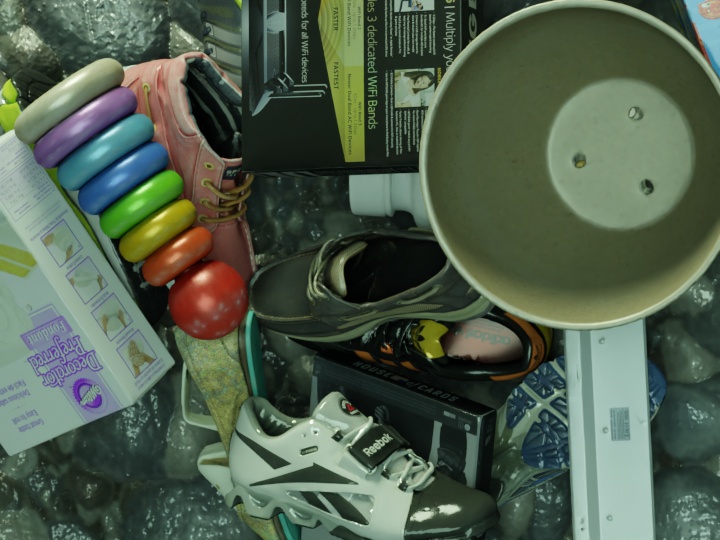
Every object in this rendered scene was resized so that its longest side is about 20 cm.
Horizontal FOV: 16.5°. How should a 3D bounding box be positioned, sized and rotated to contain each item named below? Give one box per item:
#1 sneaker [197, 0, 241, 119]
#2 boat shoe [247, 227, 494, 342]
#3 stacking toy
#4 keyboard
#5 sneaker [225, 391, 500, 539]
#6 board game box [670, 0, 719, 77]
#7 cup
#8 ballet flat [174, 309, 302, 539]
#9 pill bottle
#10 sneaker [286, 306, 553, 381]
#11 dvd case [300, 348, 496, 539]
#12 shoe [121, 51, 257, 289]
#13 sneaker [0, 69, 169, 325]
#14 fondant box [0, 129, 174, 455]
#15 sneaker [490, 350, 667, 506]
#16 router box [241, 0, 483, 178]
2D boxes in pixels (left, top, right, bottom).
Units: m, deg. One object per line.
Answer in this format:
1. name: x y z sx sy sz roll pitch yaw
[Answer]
1. sneaker: -0.087 -0.157 1.736 0.081 0.074 0.200 -34 90 13
2. boat shoe: 0.000 0.000 1.682 0.199 0.073 0.075 -11 66 31
3. stacking toy: -0.146 -0.040 1.670 0.085 0.085 0.200 -34 92 9
4. keyboard: 0.168 0.104 1.675 0.056 0.011 0.201 -3 88 9
5. sneaker: -0.002 0.130 1.654 0.199 0.074 0.089 9 107 23
6. board game box: 0.243 -0.163 1.633 0.056 0.200 0.196 -21 93 7
7. cup: 0.151 -0.069 1.562 0.200 0.143 0.201 2 95 17
8. ballet flat: -0.089 0.114 1.749 0.070 0.071 0.201 -8 118 7
9. pill bottle: 0.095 -0.074 1.704 0.199 0.111 0.111 3 97 6
10. sneaker: 0.035 0.036 1.733 0.199 0.090 0.070 8 97 5
11. dvd case: 0.022 0.170 1.725 0.150 0.025 0.201 19 114 36
12. shoe: -0.105 -0.055 1.720 0.091 0.071 0.201 -11 107 47
13. sneaker: -0.207 -0.043 1.761 0.081 0.074 0.200 -29 96 31
14. fondant box: -0.242 0.018 1.730 0.144 0.058 0.200 -23 106 41
15. sneaker: 0.127 0.113 1.736 0.200 0.085 0.077 -28 82 18
16. router box: 0.001 -0.164 1.646 0.157 0.052 0.201 -1 88 20
